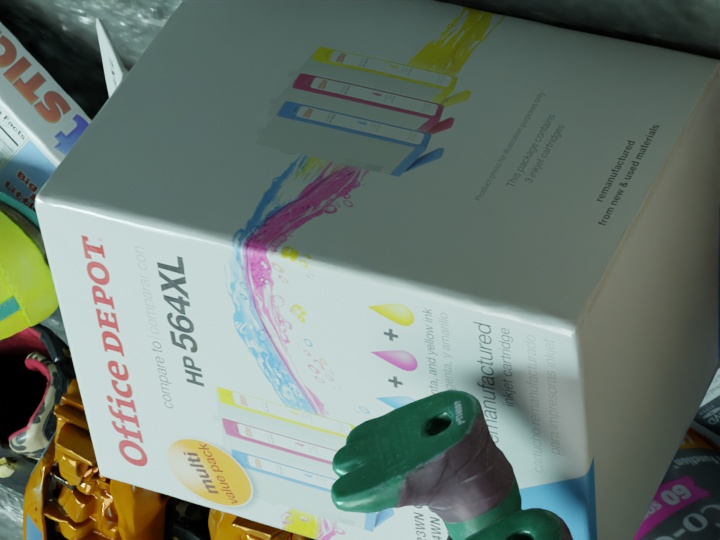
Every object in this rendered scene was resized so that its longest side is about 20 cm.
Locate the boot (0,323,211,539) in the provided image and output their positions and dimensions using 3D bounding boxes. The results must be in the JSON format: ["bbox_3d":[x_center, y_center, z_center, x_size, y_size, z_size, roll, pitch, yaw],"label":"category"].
[{"bbox_3d":[-0.083,0.087,1.094,0.150,0.073,0.200,36,176,-40],"label":"boot"}]

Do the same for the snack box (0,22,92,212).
[{"bbox_3d":[-0.098,-0.017,0.969,0.200,0.024,0.072,47,149,-4],"label":"snack box"}]

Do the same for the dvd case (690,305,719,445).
[{"bbox_3d":[0.206,0.055,0.901,0.199,0.025,0.150,31,148,-11],"label":"dvd case"}]

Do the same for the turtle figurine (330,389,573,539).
[{"bbox_3d":[0.066,0.130,0.773,0.149,0.101,0.201,25,153,52],"label":"turtle figurine"}]

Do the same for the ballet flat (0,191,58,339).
[{"bbox_3d":[-0.181,-0.017,0.989,0.200,0.067,0.067,27,153,47],"label":"ballet flat"}]

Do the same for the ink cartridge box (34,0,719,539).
[{"bbox_3d":[0.000,0.000,0.846,0.199,0.126,0.129,13,136,21],"label":"ink cartridge box"}]

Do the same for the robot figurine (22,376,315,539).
[{"bbox_3d":[-0.068,0.117,1.007,0.144,0.058,0.201,22,141,11],"label":"robot figurine"}]

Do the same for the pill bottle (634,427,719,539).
[{"bbox_3d":[0.131,0.140,0.912,0.200,0.116,0.117,39,169,43],"label":"pill bottle"}]
